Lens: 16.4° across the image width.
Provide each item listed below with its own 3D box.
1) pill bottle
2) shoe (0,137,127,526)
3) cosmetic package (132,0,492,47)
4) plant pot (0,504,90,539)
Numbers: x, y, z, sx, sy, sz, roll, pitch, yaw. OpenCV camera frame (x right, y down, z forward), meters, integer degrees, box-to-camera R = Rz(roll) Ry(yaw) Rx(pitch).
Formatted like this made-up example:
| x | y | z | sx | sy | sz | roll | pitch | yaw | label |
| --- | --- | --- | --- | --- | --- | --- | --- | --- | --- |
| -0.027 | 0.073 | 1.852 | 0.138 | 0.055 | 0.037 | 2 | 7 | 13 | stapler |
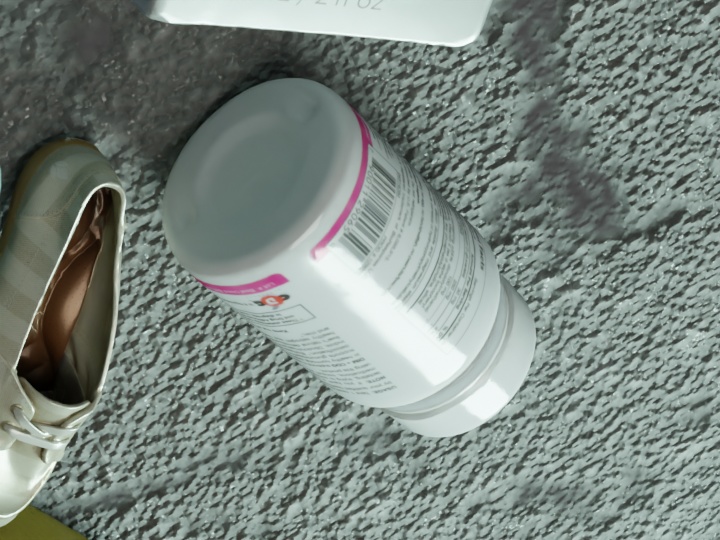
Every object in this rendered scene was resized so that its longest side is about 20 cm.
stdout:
| x | y | z | sx | sy | sz | roll | pitch | yaw | label |
| --- | --- | --- | --- | --- | --- | --- | --- | --- | --- |
| 0.000 | 0.000 | 1.265 | 0.113 | 0.113 | 0.200 | -43 | 134 | 5 | pill bottle |
| -0.157 | 0.036 | 1.207 | 0.070 | 0.053 | 0.200 | 7 | 105 | -41 | shoe |
| -0.022 | -0.222 | 1.042 | 0.165 | 0.165 | 0.200 | 0 | 123 | -32 | cosmetic package |
| -0.227 | 0.208 | 1.248 | 0.195 | 0.194 | 0.200 | -42 | 123 | 5 | plant pot |
